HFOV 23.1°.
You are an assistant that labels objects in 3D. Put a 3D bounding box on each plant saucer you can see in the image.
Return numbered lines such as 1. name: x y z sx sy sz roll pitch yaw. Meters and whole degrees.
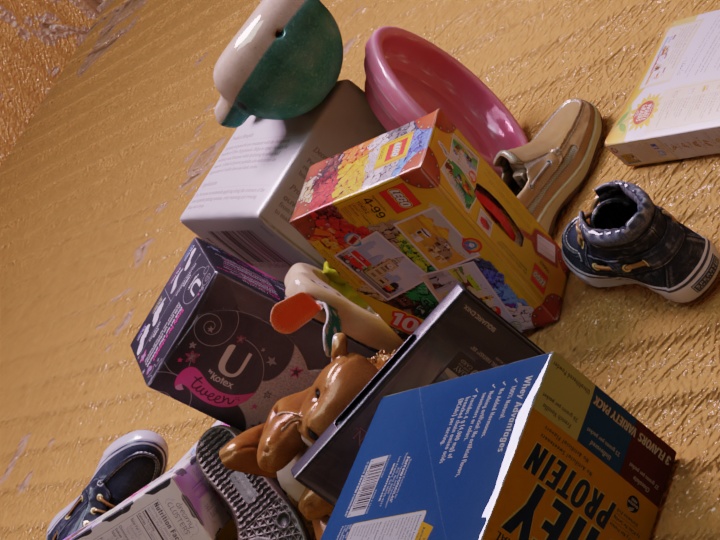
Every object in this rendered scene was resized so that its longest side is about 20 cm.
1. plant saucer: 0.077 -0.152 1.709 0.051 0.200 0.201 -48 22 25

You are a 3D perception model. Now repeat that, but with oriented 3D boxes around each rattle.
1. rattle: 0.000 0.000 1.577 0.143 0.130 0.200 -42 -19 10

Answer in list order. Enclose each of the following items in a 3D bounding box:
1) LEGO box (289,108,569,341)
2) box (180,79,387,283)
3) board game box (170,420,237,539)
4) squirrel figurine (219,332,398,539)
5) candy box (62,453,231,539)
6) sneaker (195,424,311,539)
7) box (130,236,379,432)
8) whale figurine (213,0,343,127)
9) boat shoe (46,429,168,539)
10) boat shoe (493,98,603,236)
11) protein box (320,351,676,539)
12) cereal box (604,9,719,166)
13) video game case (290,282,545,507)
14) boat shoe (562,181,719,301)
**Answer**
1. LEGO box: 0.062 -0.025 1.519 0.149 0.200 0.077 -21 36 36
2. box: -0.033 -0.065 1.782 0.172 0.200 0.199 -59 25 -15
3. board game box: -0.151 0.226 1.772 0.200 0.040 0.153 -46 23 12
4. squirrel figurine: 0.000 0.118 1.483 0.200 0.142 0.187 -33 -21 -29
5. candy box: -0.220 0.255 1.616 0.200 0.072 0.168 -33 -1 5
6. sneaker: -0.079 0.225 1.583 0.070 0.076 0.200 -36 58 11
7. box: -0.096 0.081 1.662 0.132 0.200 0.115 -59 21 7
8. whale figurine: -0.076 -0.193 1.711 0.159 0.104 0.200 -54 0 -13
9. boat shoe: -0.276 0.267 1.918 0.200 0.071 0.091 -49 23 23
10. boat shoe: 0.158 -0.089 1.619 0.072 0.076 0.200 -15 41 55
11. protein box: 0.086 0.190 1.259 0.200 0.135 0.199 -20 38 51
12. cereal box: 0.308 -0.163 1.497 0.200 0.040 0.144 -3 53 60
13. video game case: 0.061 0.125 1.393 0.200 0.143 0.019 -49 26 6
14. boat shoe: 0.203 -0.035 1.416 0.071 0.091 0.200 -54 23 -8
